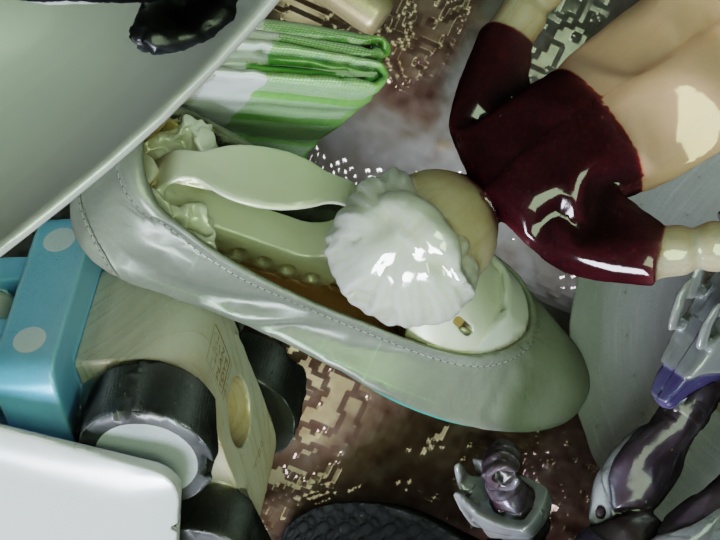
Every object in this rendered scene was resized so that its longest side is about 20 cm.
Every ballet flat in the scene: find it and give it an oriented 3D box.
[{"bbox_3d":[0.000,0.000,1.002,0.199,0.068,0.064,21,138,-17],"label":"ballet flat"}]

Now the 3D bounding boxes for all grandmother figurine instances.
[{"bbox_3d":[0.079,-0.043,0.968,0.200,0.121,0.061,-30,149,-11],"label":"grandmother figurine"}]

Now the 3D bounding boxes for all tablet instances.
[{"bbox_3d":[-0.159,0.087,1.029,0.199,0.014,0.130,13,139,6],"label":"tablet"}]

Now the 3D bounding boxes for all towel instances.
[{"bbox_3d":[-0.101,-0.070,1.004,0.199,0.149,0.031,5,82,-13],"label":"towel"}]

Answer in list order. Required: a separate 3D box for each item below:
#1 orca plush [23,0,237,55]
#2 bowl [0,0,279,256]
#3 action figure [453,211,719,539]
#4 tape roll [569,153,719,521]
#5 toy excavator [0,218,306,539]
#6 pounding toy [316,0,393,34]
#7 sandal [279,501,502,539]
[{"bbox_3d":[-0.079,-0.119,0.821,0.199,0.071,0.106,8,88,-13],"label":"orca plush"},{"bbox_3d":[-0.136,-0.113,0.881,0.200,0.075,0.200,-43,100,-8],"label":"bowl"},{"bbox_3d":[0.093,0.085,0.987,0.200,0.130,0.069,-53,148,2],"label":"action figure"},{"bbox_3d":[0.176,0.024,1.046,0.200,0.200,0.066,-49,147,4],"label":"tape roll"},{"bbox_3d":[-0.138,0.032,1.037,0.199,0.100,0.195,-5,134,15],"label":"toy excavator"},{"bbox_3d":[-0.098,-0.177,0.975,0.183,0.142,0.201,-7,104,-8],"label":"pounding toy"},{"bbox_3d":[0.057,0.132,1.082,0.199,0.045,0.075,9,90,29],"label":"sandal"}]
